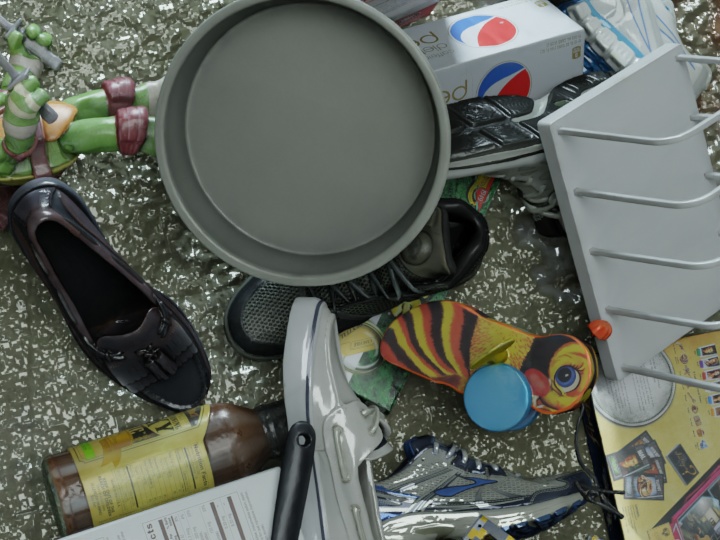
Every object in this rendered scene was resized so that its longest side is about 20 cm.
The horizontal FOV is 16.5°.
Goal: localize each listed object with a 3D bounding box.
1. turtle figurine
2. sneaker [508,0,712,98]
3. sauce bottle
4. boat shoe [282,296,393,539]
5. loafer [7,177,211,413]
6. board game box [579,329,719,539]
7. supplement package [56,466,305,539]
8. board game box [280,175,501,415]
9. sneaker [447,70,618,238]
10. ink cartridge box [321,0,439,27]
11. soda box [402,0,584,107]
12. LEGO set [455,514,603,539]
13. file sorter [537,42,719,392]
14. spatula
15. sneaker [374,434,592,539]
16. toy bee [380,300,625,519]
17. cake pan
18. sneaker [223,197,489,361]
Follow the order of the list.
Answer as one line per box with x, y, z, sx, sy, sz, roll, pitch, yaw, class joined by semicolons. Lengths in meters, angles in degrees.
-0.208;-0.135;1.710;0.194;0.144;0.200;-3;83;-15;turtle figurine
0.182;-0.192;1.838;0.087;0.075;0.200;-39;90;-29;sneaker
-0.118;0.129;1.715;0.200;0.065;0.065;-17;82;-15;sauce bottle
-0.011;0.116;1.665;0.066;0.072;0.200;-4;88;11;boat shoe
-0.171;0.027;1.691;0.072;0.063;0.200;-37;111;2;loafer
0.239;0.149;1.789;0.135;0.035;0.200;-10;81;-12;board game box
-0.133;0.238;1.642;0.200;0.152;0.151;-18;82;-14;supplement package
0.017;-0.008;1.787;0.105;0.023;0.200;27;76;-6;board game box
0.120;-0.064;1.756;0.200;0.076;0.116;-15;124;-29;sneaker
0.005;-0.214;1.733;0.116;0.200;0.068;-24;84;-14;ink cartridge box
0.059;-0.135;1.770;0.200;0.068;0.064;-18;127;-22;soda box
0.092;0.256;1.659;0.116;0.200;0.154;36;65;13;LEGO set
0.234;-0.036;1.710;0.139;0.124;0.200;-32;116;-33;file sorter
-0.050;0.193;1.576;0.056;0.021;0.200;13;73;-22;spatula
0.065;0.152;1.738;0.200;0.077;0.085;-8;76;-12;sneaker
0.121;0.067;1.727;0.200;0.131;0.109;32;94;-9;toy bee
-0.037;-0.090;1.654;0.200;0.037;0.201;2;103;10;cake pan
0.000;0.000;1.714;0.199;0.114;0.076;-19;81;-11;sneaker
